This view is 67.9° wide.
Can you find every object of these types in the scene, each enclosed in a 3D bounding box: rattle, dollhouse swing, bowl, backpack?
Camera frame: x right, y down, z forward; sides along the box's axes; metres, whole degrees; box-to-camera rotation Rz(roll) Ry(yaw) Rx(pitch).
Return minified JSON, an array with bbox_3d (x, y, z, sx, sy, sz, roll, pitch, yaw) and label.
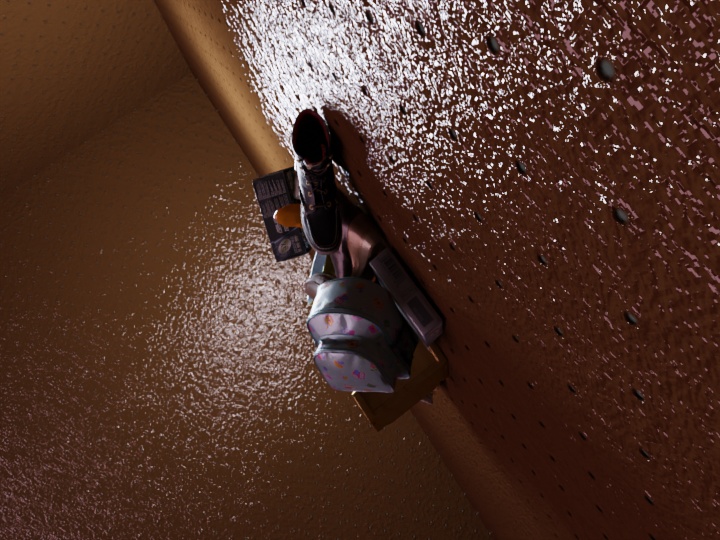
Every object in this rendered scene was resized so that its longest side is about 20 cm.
[{"bbox_3d":[-0.066,-0.055,1.065,0.130,0.140,0.206,-38,66,46],"label":"rattle"},{"bbox_3d":[0.057,0.196,1.135,0.177,0.198,0.183,51,172,25],"label":"dollhouse swing"},{"bbox_3d":[-0.059,-0.001,1.361,0.104,0.207,0.200,14,-178,-13],"label":"bowl"},{"bbox_3d":[-0.006,0.117,0.951,0.171,0.155,0.204,-3,129,31],"label":"backpack"}]

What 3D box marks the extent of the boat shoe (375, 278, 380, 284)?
[{"bbox_3d":[0.000,0.000,1.185,0.203,0.074,0.062,55,175,6],"label":"boat shoe"}]

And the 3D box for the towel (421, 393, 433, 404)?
[{"bbox_3d":[0.063,0.272,1.336,0.197,0.033,0.189,30,166,-25],"label":"towel"}]

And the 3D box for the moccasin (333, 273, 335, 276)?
[{"bbox_3d":[-0.023,0.084,1.276,0.075,0.076,0.204,-116,1,-46],"label":"moccasin"}]

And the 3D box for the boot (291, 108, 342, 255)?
[{"bbox_3d":[-0.071,-0.144,0.876,0.151,0.070,0.207,90,175,-72],"label":"boot"}]

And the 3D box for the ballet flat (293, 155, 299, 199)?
[{"bbox_3d":[-0.117,-0.172,1.263,0.203,0.066,0.068,58,169,-7],"label":"ballet flat"}]

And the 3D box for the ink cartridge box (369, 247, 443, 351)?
[{"bbox_3d":[0.093,0.061,0.984,0.164,0.050,0.200,54,-179,19],"label":"ink cartridge box"}]

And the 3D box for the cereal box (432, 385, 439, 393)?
[{"bbox_3d":[0.101,0.247,1.328,0.194,0.041,0.144,21,167,9],"label":"cereal box"}]

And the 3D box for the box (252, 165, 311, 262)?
[{"bbox_3d":[-0.180,-0.145,1.333,0.164,0.083,0.207,-65,-39,-73],"label":"box"}]

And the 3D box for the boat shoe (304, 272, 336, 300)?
[{"bbox_3d":[-0.066,0.061,1.182,0.197,0.073,0.078,16,127,46],"label":"boat shoe"}]

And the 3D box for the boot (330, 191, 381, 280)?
[{"bbox_3d":[-0.040,-0.050,1.013,0.167,0.071,0.203,47,138,23],"label":"boot"}]
